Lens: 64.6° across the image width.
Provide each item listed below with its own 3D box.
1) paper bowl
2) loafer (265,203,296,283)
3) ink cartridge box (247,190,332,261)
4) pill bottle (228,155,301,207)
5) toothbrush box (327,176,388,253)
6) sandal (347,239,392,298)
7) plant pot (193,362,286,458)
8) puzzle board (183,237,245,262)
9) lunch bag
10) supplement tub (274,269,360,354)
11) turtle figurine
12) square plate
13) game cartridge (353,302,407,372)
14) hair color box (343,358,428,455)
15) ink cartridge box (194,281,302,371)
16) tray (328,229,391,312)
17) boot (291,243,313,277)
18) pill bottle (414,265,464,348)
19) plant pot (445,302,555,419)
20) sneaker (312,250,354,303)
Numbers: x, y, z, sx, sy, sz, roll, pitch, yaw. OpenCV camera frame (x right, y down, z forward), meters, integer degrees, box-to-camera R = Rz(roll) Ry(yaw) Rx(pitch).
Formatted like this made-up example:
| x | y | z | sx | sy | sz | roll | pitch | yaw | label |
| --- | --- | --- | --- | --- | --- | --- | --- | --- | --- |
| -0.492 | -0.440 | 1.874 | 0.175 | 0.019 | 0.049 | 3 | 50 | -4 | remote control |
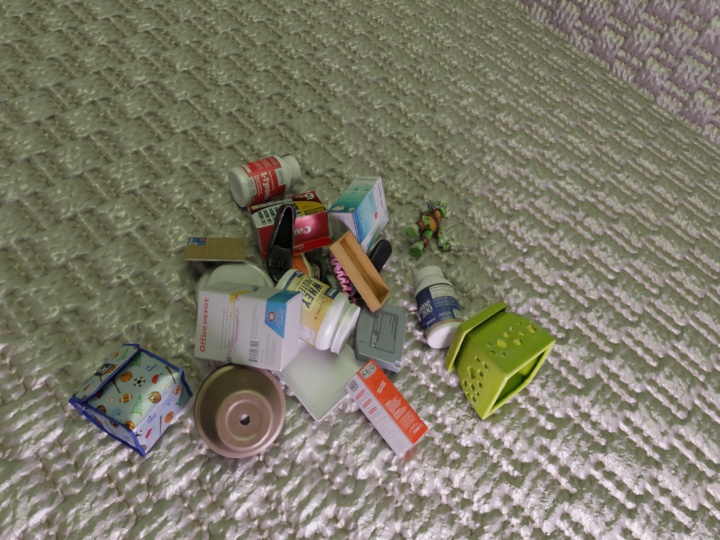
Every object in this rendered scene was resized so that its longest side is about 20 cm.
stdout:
| x | y | z | sx | sy | sz | roll | pitch | yaw | label |
| --- | --- | --- | --- | --- | --- | --- | --- | --- | --- |
| -0.308 | 0.062 | 1.410 | 0.195 | 0.105 | 0.205 | 9 | 53 | -11 | paper bowl |
| -0.200 | -0.070 | 1.445 | 0.070 | 0.063 | 0.206 | 8 | 88 | -12 | loafer |
| -0.189 | -0.123 | 1.540 | 0.195 | 0.086 | 0.176 | -16 | 36 | -15 | ink cartridge box |
| -0.276 | -0.267 | 1.661 | 0.197 | 0.113 | 0.113 | -25 | 63 | -30 | pill bottle |
| -0.002 | -0.153 | 1.610 | 0.083 | 0.149 | 0.201 | 5 | 37 | 25 | toothbrush box |
| 0.020 | -0.003 | 1.580 | 0.044 | 0.076 | 0.201 | 6 | 51 | 45 | sandal |
| -0.243 | 0.290 | 1.163 | 0.194 | 0.174 | 0.207 | 1 | 84 | -14 | plant pot |
| -0.373 | -0.053 | 1.468 | 0.146 | 0.018 | 0.200 | 0 | 17 | -14 | puzzle board |
| -0.489 | 0.257 | 1.204 | 0.196 | 0.126 | 0.171 | 22 | 49 | 20 | lunch bag |
| -0.112 | 0.101 | 1.376 | 0.196 | 0.146 | 0.146 | 25 | 51 | 8 | supplement tub |
| 0.232 | -0.126 | 1.684 | 0.199 | 0.146 | 0.193 | 39 | 57 | 20 | turtle figurine |
| -0.100 | 0.238 | 1.386 | 0.200 | 0.029 | 0.197 | 44 | 54 | 17 | square plate |
| 0.050 | 0.162 | 1.464 | 0.130 | 0.041 | 0.202 | 20 | 41 | -5 | game cartridge |
| 0.056 | 0.314 | 1.309 | 0.061 | 0.102 | 0.201 | -34 | 78 | -34 | hair color box |
| -0.242 | 0.116 | 1.251 | 0.194 | 0.151 | 0.146 | 8 | 8 | 7 | ink cartridge box |
| 0.000 | 0.000 | 1.485 | 0.202 | 0.037 | 0.099 | 57 | 26 | -7 | tray |
| -0.182 | 0.005 | 1.515 | 0.104 | 0.076 | 0.203 | -8 | 48 | -17 | boot |
| 0.206 | 0.094 | 1.529 | 0.108 | 0.112 | 0.204 | -2 | 54 | -17 | pill bottle |
| 0.334 | 0.212 | 1.429 | 0.196 | 0.203 | 0.182 | -26 | 56 | -30 | plant pot |
| -0.073 | 0.048 | 1.489 | 0.093 | 0.079 | 0.206 | -17 | 78 | 11 | sneaker |
